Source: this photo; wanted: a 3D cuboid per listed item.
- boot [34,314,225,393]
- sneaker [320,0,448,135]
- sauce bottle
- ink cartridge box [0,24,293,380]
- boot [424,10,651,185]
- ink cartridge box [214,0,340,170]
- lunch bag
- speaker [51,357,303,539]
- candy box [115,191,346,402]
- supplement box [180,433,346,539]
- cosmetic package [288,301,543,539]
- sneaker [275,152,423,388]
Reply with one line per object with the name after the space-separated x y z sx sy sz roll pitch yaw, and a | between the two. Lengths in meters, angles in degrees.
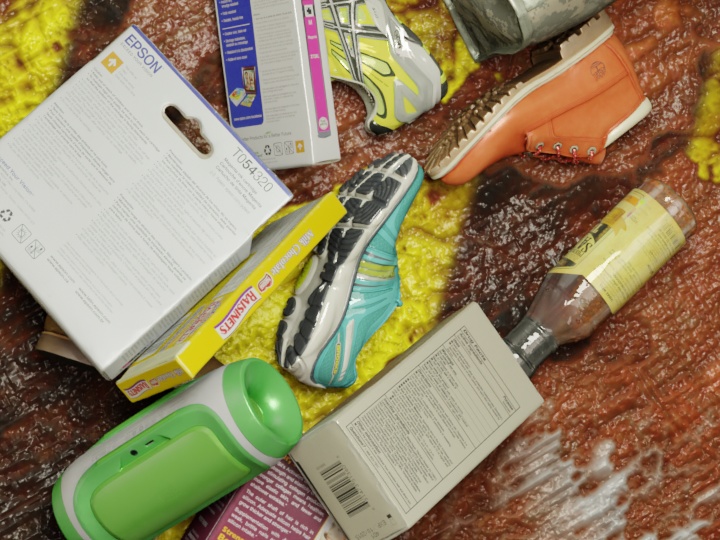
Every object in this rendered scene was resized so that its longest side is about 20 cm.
-0.150 0.059 1.638 0.198 0.074 0.076 20 78 -10 | boot
-0.016 -0.195 1.653 0.076 0.075 0.200 -42 99 -8 | sneaker
0.189 0.011 1.711 0.200 0.066 0.066 -43 100 -10 | sauce bottle
-0.184 -0.054 1.603 0.200 0.043 0.197 -41 76 -8 | ink cartridge box
0.148 -0.114 1.696 0.199 0.075 0.108 -37 104 -10 | boot
-0.070 -0.179 1.630 0.037 0.094 0.202 -14 97 -43 | ink cartridge box
0.155 -0.248 1.625 0.163 0.200 0.118 -30 98 -9 | lunch bag
-0.141 0.145 1.588 0.199 0.089 0.089 -32 100 25 | speaker
-0.097 0.020 1.590 0.026 0.102 0.200 51 56 -13 | candy box
-0.080 0.226 1.647 0.110 0.086 0.201 33 85 -13 | supplement box
0.045 0.120 1.625 0.200 0.071 0.106 -35 91 -44 | cosmetic package
0.000 0.000 1.676 0.079 0.077 0.201 25 91 -32 | sneaker
